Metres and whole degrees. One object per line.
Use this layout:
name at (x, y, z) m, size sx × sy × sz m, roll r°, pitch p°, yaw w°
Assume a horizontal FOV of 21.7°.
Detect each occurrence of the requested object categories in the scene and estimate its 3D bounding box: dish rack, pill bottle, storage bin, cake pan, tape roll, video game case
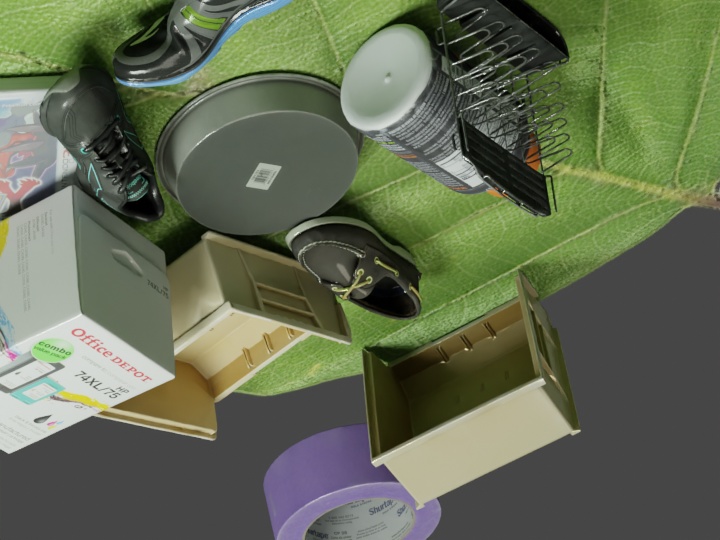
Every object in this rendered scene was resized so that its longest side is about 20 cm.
dish rack at (0.130, -0.150, 1.640) m, size 0.054 × 0.201 × 0.153 m, roll -27°, pitch 143°, yaw 32°
pill bottle at (0.082, -0.135, 1.713) m, size 0.106 × 0.106 × 0.200 m, roll -35°, pitch 139°, yaw 24°
storage bin at (0.113, 0.120, 1.986) m, size 0.200 × 0.199 × 0.094 m, roll -28°, pitch 124°, yaw 16°
cake pan at (-0.090, -0.101, 1.752) m, size 0.199 × 0.037 × 0.201 m, roll -10°, pitch 143°, yaw -7°
tape roll at (-0.010, 0.271, 2.225) m, size 0.199 × 0.085 × 0.200 m, roll -11°, pitch 143°, yaw -8°
storage bin at (-0.145, 0.071, 1.879) m, size 0.200 × 0.094 × 0.198 m, roll -36°, pitch 147°, yaw 26°
video game case at (-0.344, -0.100, 1.674) m, size 0.199 × 0.023 × 0.183 m, roll -4°, pitch 142°, yaw -15°

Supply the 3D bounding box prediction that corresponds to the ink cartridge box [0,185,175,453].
ink cartridge box at (-0.294, 0.047, 1.731) m, size 0.200 × 0.146 × 0.147 m, roll -25°, pitch 142°, yaw 21°

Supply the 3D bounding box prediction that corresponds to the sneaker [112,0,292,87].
sneaker at (-0.130, -0.226, 1.556) m, size 0.199 × 0.071 × 0.083 m, roll -34°, pitch 135°, yaw 15°

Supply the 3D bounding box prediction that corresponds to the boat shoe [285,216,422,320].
boat shoe at (0.000, 0.000, 1.871) m, size 0.072 × 0.061 × 0.201 m, roll -30°, pitch 151°, yaw 25°

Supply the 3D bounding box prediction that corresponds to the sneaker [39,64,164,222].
sneaker at (-0.215, -0.109, 1.636) m, size 0.075 × 0.079 × 0.200 m, roll -43°, pitch 156°, yaw -10°
